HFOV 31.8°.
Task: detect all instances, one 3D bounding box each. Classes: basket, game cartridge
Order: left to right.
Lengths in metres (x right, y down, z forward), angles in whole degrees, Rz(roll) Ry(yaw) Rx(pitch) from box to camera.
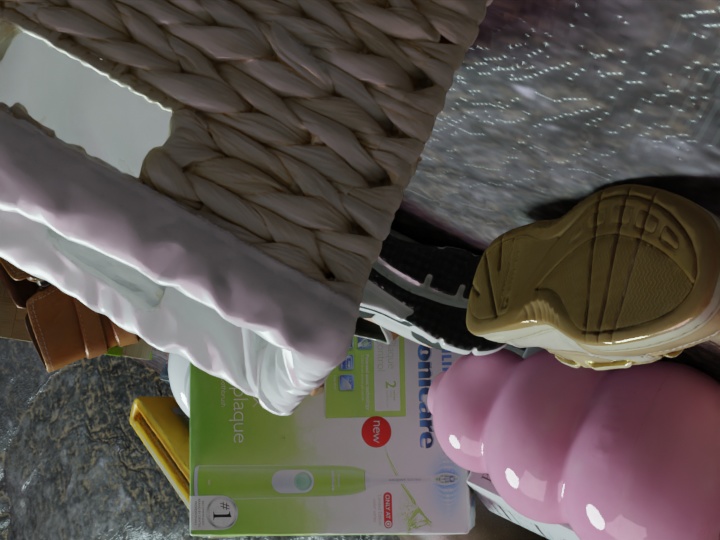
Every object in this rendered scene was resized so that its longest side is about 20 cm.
[{"bbox_3d":[-0.069,-0.069,0.437,0.196,0.162,0.200,28,167,-2],"label":"basket"},{"bbox_3d":[-0.077,0.162,1.091,0.198,0.033,0.176,2,-155,-36],"label":"game cartridge"}]

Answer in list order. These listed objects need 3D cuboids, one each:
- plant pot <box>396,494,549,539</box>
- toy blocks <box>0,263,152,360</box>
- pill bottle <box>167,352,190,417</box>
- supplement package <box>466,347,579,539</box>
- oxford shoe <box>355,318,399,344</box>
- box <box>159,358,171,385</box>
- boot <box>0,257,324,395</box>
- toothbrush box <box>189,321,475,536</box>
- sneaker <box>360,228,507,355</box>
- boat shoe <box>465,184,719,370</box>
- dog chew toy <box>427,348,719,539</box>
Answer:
[{"bbox_3d":[0.117,0.186,1.031,0.198,0.201,0.200,39,165,-18],"label":"plant pot"},{"bbox_3d":[-0.202,-0.018,0.864,0.099,0.139,0.199,6,174,37],"label":"toy blocks"},{"bbox_3d":[-0.110,0.071,1.078,0.111,0.113,0.200,31,-172,-15],"label":"pill bottle"},{"bbox_3d":[0.188,0.145,0.855,0.198,0.115,0.110,22,167,21],"label":"supplement package"},{"bbox_3d":[-0.049,0.009,0.866,0.197,0.058,0.076,10,148,26],"label":"oxford shoe"},{"bbox_3d":[-0.085,0.103,1.277,0.198,0.116,0.132,28,168,-11],"label":"box"},{"bbox_3d":[-0.125,0.022,0.785,0.201,0.154,0.077,57,155,5],"label":"boot"},{"bbox_3d":[-0.018,0.113,0.908,0.197,0.148,0.086,-1,172,7],"label":"toothbrush box"},{"bbox_3d":[0.000,0.000,0.775,0.198,0.074,0.080,28,170,0],"label":"sneaker"},{"bbox_3d":[0.120,0.009,0.578,0.068,0.075,0.200,19,172,-19],"label":"boat shoe"},{"bbox_3d":[0.131,0.102,0.763,0.198,0.126,0.125,17,165,28],"label":"dog chew toy"}]
